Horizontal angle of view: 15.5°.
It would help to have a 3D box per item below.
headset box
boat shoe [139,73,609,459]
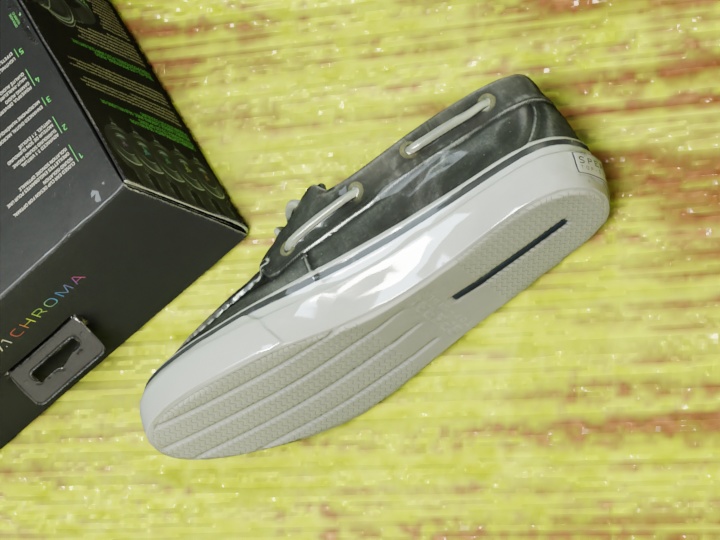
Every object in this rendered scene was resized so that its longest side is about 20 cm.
[{"bbox_3d":[-0.166,-0.036,1.076,0.174,0.093,0.200,-41,62,16],"label":"headset box"},{"bbox_3d":[0.000,0.000,0.993,0.200,0.072,0.071,-31,55,10],"label":"boat shoe"}]
